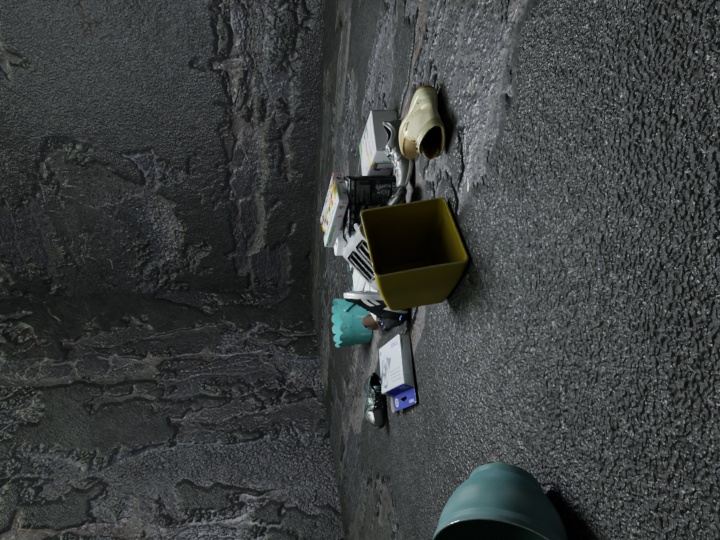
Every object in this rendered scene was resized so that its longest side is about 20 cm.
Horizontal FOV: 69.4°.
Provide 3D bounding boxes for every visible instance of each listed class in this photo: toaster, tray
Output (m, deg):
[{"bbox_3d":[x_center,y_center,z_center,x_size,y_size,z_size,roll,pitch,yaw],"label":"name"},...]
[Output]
[{"bbox_3d":[0.057,-0.054,1.453,0.200,0.119,0.181,48,154,1],"label":"toaster"},{"bbox_3d":[0.000,0.000,1.736,0.201,0.022,0.108,107,161,-53],"label":"tray"}]

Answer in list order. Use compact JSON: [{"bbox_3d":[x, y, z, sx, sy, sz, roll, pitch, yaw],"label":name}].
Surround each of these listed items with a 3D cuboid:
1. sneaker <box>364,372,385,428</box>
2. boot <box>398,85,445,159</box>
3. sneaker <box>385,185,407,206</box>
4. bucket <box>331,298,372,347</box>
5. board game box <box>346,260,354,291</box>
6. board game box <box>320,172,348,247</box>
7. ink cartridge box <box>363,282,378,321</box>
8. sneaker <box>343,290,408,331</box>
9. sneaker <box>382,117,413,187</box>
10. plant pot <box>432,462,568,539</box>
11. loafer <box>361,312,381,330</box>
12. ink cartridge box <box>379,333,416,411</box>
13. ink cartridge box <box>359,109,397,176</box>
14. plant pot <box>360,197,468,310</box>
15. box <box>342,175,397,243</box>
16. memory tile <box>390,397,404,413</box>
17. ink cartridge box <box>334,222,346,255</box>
[{"bbox_3d":[0.051,0.458,1.846,0.080,0.075,0.201,106,158,-51],"label":"sneaker"},{"bbox_3d":[0.147,-0.312,1.242,0.201,0.072,0.157,111,157,-50],"label":"boot"},{"bbox_3d":[0.109,-0.163,1.460,0.074,0.079,0.201,-57,-11,-29],"label":"sneaker"},{"bbox_3d":[-0.036,0.205,2.076,0.207,0.133,0.209,178,90,-78],"label":"bucket"},{"bbox_3d":[0.011,0.032,1.849,0.135,0.028,0.202,14,120,51],"label":"board game box"},{"bbox_3d":[-0.084,-0.187,1.628,0.201,0.034,0.127,110,155,-45],"label":"board game box"},{"bbox_3d":[0.067,0.063,1.667,0.200,0.083,0.146,-132,42,-72],"label":"ink cartridge box"},{"bbox_3d":[0.043,0.121,1.533,0.073,0.198,0.113,-19,-69,-70],"label":"sneaker"},{"bbox_3d":[0.098,-0.324,1.455,0.075,0.081,0.202,142,125,-76],"label":"sneaker"},{"bbox_3d":[0.217,0.386,0.794,0.134,0.198,0.202,-61,-19,-54],"label":"plant pot"},{"bbox_3d":[0.047,0.181,1.793,0.200,0.070,0.074,122,126,-77],"label":"loafer"},{"bbox_3d":[0.108,0.313,1.570,0.200,0.040,0.202,125,143,-63],"label":"ink cartridge box"},{"bbox_3d":[0.059,-0.385,1.635,0.200,0.083,0.146,118,148,-67],"label":"ink cartridge box"},{"bbox_3d":[0.118,-0.022,1.189,0.177,0.198,0.201,83,176,-50],"label":"plant pot"},{"bbox_3d":[0.032,-0.188,1.607,0.086,0.162,0.202,-128,36,-70],"label":"box"},{"bbox_3d":[0.107,0.347,1.693,0.154,0.017,0.201,103,161,-53],"label":"memory tile"},{"bbox_3d":[-0.015,-0.139,1.750,0.126,0.198,0.129,101,162,-49],"label":"ink cartridge box"}]
